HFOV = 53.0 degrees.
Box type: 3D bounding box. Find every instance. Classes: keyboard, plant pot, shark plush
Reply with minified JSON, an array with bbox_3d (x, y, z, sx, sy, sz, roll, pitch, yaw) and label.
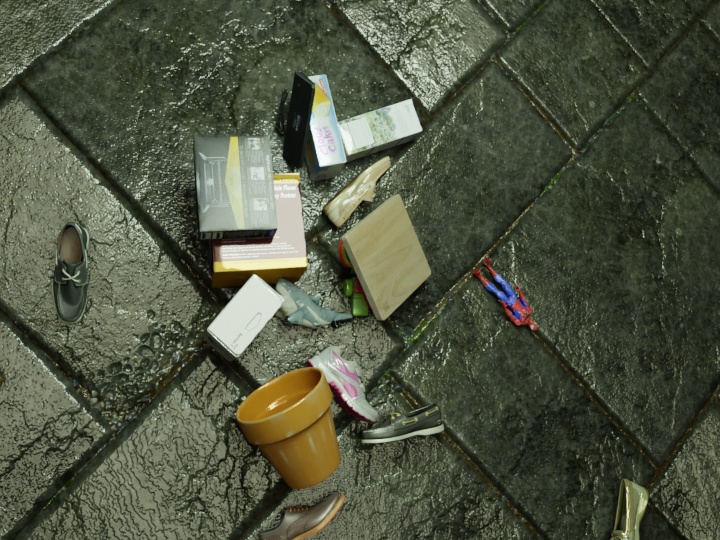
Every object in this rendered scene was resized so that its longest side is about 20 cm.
[{"bbox_3d":[-0.145,-0.336,1.586,0.020,0.204,0.127,-15,43,-37],"label":"keyboard"},{"bbox_3d":[-0.129,0.331,1.477,0.197,0.199,0.187,-28,104,-17],"label":"plant pot"},{"bbox_3d":[-0.097,0.082,1.563,0.196,0.091,0.085,17,88,-15],"label":"shark plush"}]

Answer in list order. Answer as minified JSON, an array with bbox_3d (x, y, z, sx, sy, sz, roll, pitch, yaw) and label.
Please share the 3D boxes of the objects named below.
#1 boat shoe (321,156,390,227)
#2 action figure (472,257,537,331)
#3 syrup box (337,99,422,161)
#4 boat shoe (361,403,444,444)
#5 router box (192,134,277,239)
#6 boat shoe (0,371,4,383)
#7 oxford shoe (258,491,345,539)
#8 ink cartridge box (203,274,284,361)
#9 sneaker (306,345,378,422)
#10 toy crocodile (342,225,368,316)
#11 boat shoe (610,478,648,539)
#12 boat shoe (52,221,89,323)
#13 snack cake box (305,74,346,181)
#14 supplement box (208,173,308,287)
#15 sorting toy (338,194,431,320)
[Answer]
[{"bbox_3d":[0.002,-0.181,1.648,0.199,0.071,0.065,-43,99,-9],"label":"boat shoe"},{"bbox_3d":[0.351,0.065,1.709,0.065,0.052,0.201,-43,96,-20],"label":"action figure"},{"bbox_3d":[0.036,-0.321,1.669,0.196,0.081,0.080,-21,88,-17],"label":"syrup box"},{"bbox_3d":[0.089,0.337,1.585,0.196,0.071,0.062,-6,85,-23],"label":"boat shoe"},{"bbox_3d":[-0.251,-0.168,1.443,0.153,0.052,0.205,-2,76,-16],"label":"router box"},{"bbox_3d":[-0.777,0.160,1.384,0.200,0.073,0.065,44,69,-4],"label":"boat shoe"},{"bbox_3d":[-0.121,0.516,1.502,0.198,0.071,0.074,-34,85,-17],"label":"oxford shoe"},{"bbox_3d":[-0.241,0.100,1.467,0.084,0.200,0.146,41,74,-5],"label":"ink cartridge box"},{"bbox_3d":[-0.023,0.243,1.564,0.088,0.081,0.201,-44,99,-21],"label":"sneaker"},{"bbox_3d":[0.000,0.000,1.618,0.066,0.062,0.206,5,80,-13],"label":"toy crocodile"},{"bbox_3d":[0.611,0.592,1.681,0.062,0.073,0.204,25,73,-2],"label":"boat shoe"},{"bbox_3d":[-0.589,0.004,1.463,0.070,0.068,0.206,3,82,-15],"label":"boat shoe"},{"bbox_3d":[-0.095,-0.316,1.616,0.066,0.115,0.205,-12,84,-18],"label":"snack cake box"},{"bbox_3d":[-0.222,-0.084,1.529,0.192,0.133,0.205,-3,77,-15],"label":"supplement box"},{"bbox_3d":[0.044,-0.028,1.579,0.199,0.069,0.202,-40,113,-40],"label":"sorting toy"}]
